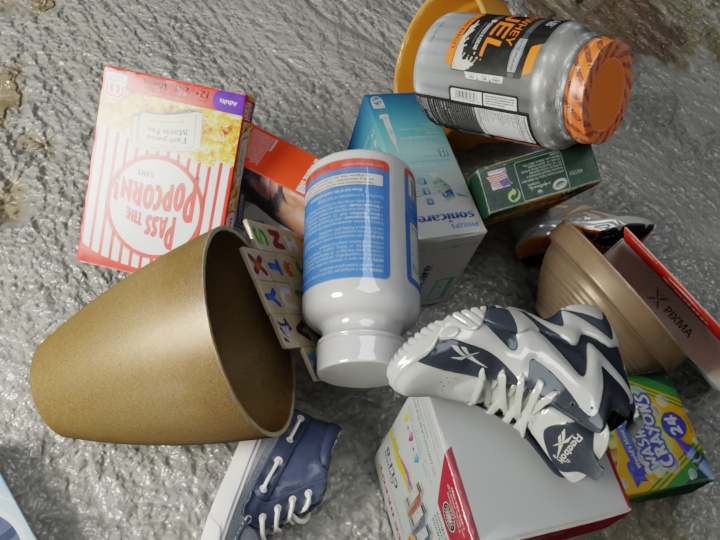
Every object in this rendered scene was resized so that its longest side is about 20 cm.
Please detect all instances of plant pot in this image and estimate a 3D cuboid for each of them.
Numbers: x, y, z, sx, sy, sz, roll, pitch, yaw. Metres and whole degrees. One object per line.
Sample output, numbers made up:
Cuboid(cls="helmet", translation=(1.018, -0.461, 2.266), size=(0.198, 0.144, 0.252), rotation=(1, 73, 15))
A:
Cuboid(cls="plant pot", translation=(0.260, 0.048, 0.851), size=(0.092, 0.201, 0.202), rotation=(-41, 70, 9))
Cuboid(cls="plant pot", translation=(-0.183, 0.081, 0.683), size=(0.197, 0.187, 0.189), rotation=(-18, 58, 12))
Cuboid(cls="plant pot", translation=(0.171, -0.248, 0.998), size=(0.181, 0.200, 0.203), rotation=(5, 55, -30))

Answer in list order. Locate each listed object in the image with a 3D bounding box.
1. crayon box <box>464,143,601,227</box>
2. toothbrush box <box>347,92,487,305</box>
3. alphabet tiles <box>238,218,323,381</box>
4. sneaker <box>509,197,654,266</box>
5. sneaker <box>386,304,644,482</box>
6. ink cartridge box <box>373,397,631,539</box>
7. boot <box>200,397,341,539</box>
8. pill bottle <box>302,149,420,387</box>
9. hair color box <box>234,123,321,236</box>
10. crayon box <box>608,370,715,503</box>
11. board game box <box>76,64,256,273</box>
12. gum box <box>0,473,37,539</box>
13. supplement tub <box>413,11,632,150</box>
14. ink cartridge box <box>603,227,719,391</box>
Cuboid(cls="crayon box", translation=(0.176, -0.088, 0.866), size=(0.125, 0.200, 0.052), rotation=(-17, 87, -4))
Cuboid(cls="toothbrush box", translation=(0.052, -0.080, 0.870), size=(0.084, 0.147, 0.202), rotation=(-7, 59, -19))
Cuboid(cls="alphabet tiles", translation=(-0.051, 0.030, 0.759), size=(0.006, 0.200, 0.168), rotation=(-29, 76, 16))
Cuboid(cls="sneaker", translation=(0.281, -0.067, 0.972), size=(0.197, 0.076, 0.093), rotation=(-3, 54, -18))
Cuboid(cls="sneaker", translation=(0.126, 0.100, 0.570), size=(0.196, 0.080, 0.131), rotation=(0, 47, -24))
Cuboid(cls="ink cartridge box", translation=(0.112, 0.188, 0.682), size=(0.142, 0.201, 0.147), rotation=(-7, 58, -17))
Cuboid(cls="boot", translation=(-0.082, 0.213, 0.688), size=(0.089, 0.073, 0.202), rotation=(16, 54, 3))
Cuboid(cls="pill bottle", translation=(0.000, 0.000, 0.710), size=(0.110, 0.112, 0.203), rotation=(6, 65, -11))
Cuboid(cls="hair color box", translation=(-0.102, -0.091, 0.857), size=(0.198, 0.111, 0.064), rotation=(26, 55, 3))
Cuboid(cls="crayon box", translation=(0.263, 0.184, 0.815), size=(0.197, 0.052, 0.127), rotation=(-4, 59, -17))
Cuboid(cls="board game box", translation=(-0.200, -0.094, 0.785), size=(0.149, 0.046, 0.203), rotation=(11, 98, 4))
Cuboid(cls="gum box", translation=(-0.341, 0.260, 0.605), size=(0.169, 0.045, 0.200), rotation=(-30, 69, -29))
Cuboid(cls="supplement tub", translation=(0.161, -0.192, 0.769), size=(0.199, 0.124, 0.122), rotation=(21, 47, 40))
Cuboid(cls="ink cartridge box", translation=(0.353, 0.048, 0.861), size=(0.043, 0.173, 0.201), rotation=(-42, 73, 11))
